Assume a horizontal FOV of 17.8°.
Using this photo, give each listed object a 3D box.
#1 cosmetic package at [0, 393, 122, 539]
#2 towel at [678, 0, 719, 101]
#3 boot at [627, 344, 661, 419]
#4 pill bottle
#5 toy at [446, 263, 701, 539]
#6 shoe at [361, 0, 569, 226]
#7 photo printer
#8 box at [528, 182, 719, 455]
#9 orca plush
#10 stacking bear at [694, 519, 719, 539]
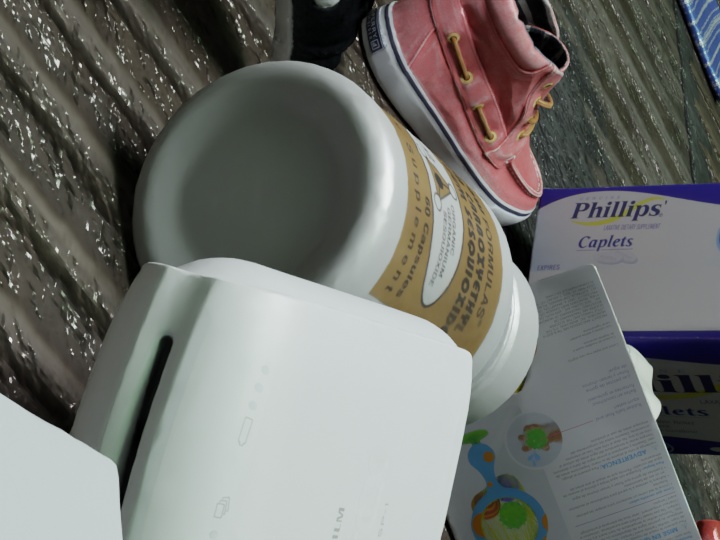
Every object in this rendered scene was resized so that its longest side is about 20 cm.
[{"bbox_3d":[-0.142,0.109,0.453,0.200,0.123,0.200,45,32,-54],"label":"cosmetic package"},{"bbox_3d":[0.337,-0.275,2.289,0.201,0.024,0.145,68,20,-10],"label":"towel"},{"bbox_3d":[0.086,0.033,1.251,0.144,0.072,0.200,42,2,-2],"label":"boot"},{"bbox_3d":[0.000,0.000,0.962,0.200,0.114,0.115,36,39,-59],"label":"pill bottle"},{"bbox_3d":[0.099,0.102,1.139,0.047,0.115,0.201,-57,125,-71],"label":"toy"},{"bbox_3d":[0.083,-0.096,1.317,0.200,0.091,0.072,47,30,-50],"label":"shoe"},{"bbox_3d":[-0.036,0.084,0.767,0.200,0.069,0.167,21,82,-66],"label":"photo printer"},{"bbox_3d":[0.221,0.034,1.411,0.200,0.183,0.105,43,52,-52],"label":"box"},{"bbox_3d":[0.000,-0.137,1.012,0.105,0.071,0.201,-61,162,-68],"label":"orca plush"},{"bbox_3d":[0.155,0.247,1.182,0.114,0.121,0.200,50,37,-31],"label":"stacking bear"}]
